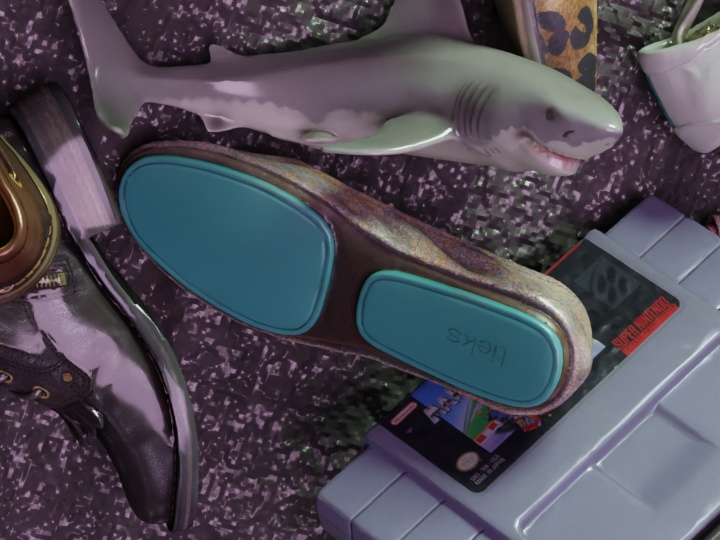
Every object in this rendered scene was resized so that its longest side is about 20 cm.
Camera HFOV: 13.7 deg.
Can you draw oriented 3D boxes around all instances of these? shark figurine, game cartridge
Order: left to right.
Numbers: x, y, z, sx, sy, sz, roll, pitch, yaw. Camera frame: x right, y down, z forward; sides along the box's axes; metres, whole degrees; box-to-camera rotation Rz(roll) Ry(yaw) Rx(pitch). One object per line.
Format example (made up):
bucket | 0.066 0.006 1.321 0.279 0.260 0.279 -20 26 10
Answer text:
shark figurine | -0.005 -0.085 1.153 0.214 0.128 0.090 7 92 3
game cartridge | 0.093 0.063 1.170 0.200 0.130 0.038 -41 152 -23

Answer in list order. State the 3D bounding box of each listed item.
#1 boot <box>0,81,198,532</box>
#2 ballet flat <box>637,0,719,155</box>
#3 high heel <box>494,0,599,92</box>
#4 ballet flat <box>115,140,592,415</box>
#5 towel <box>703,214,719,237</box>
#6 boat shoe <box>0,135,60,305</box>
boot | -0.165 0.034 1.143 0.174 0.069 0.200 -23 102 -9
ballet flat | 0.190 -0.134 1.202 0.200 0.069 0.069 -46 114 2
high heel | 0.116 -0.156 1.159 0.143 0.071 0.200 -11 101 -7
ballet flat | 0.000 0.000 1.169 0.200 0.067 0.068 27 114 11
towel | 0.237 0.040 1.291 0.200 0.023 0.144 -4 106 -18
boat shoe | -0.186 -0.068 1.071 0.200 0.068 0.072 43 82 -1
